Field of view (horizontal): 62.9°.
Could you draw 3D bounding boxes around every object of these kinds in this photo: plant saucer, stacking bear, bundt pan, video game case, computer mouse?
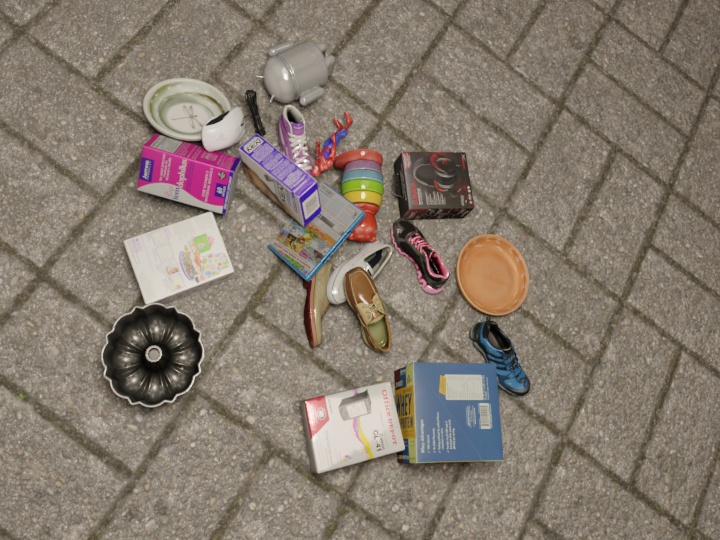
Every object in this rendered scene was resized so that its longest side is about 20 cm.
[{"bbox_3d":[0.322,0.013,1.456,0.193,0.037,0.207,5,73,-14],"label":"plant saucer"},{"bbox_3d":[0.002,-0.169,1.389,0.118,0.113,0.207,4,79,-25],"label":"stacking bear"},{"bbox_3d":[-0.416,0.175,1.192,0.195,0.076,0.209,4,72,-14],"label":"bundt pan"},{"bbox_3d":[-0.396,-0.357,1.351,0.193,0.051,0.205,9,52,-12],"label":"plant saucer"},{"bbox_3d":[-0.100,-0.090,1.330,0.142,0.018,0.201,37,80,28],"label":"video game case"},{"bbox_3d":[-0.281,-0.325,1.328,0.043,0.112,0.201,13,40,24],"label":"computer mouse"}]

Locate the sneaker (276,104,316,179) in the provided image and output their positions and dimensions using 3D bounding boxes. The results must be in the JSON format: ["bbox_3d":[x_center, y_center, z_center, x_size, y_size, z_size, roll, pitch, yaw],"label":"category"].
[{"bbox_3d":[-0.149,-0.286,1.379,0.071,0.114,0.206,-18,80,-20],"label":"sneaker"}]

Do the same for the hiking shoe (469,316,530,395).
[{"bbox_3d":[0.332,0.207,1.375,0.074,0.087,0.202,-36,86,-21],"label":"hiking shoe"}]

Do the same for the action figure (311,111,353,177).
[{"bbox_3d":[-0.075,-0.297,1.405,0.052,0.064,0.204,45,49,-34],"label":"action figure"}]

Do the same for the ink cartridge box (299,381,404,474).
[{"bbox_3d":[-0.020,0.331,1.248,0.194,0.086,0.152,-10,76,-16],"label":"ink cartridge box"}]

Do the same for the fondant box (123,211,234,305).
[{"bbox_3d":[-0.388,-0.023,1.268,0.195,0.058,0.148,-21,80,-18],"label":"fondant box"}]

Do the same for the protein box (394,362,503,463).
[{"bbox_3d":[0.187,0.311,1.280,0.193,0.135,0.206,3,73,-14],"label":"protein box"}]

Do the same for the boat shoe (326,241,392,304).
[{"bbox_3d":[0.000,0.000,1.335,0.201,0.064,0.074,-50,120,-30],"label":"boat shoe"}]

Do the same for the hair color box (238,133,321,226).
[{"bbox_3d":[-0.179,-0.202,1.317,0.065,0.110,0.199,-41,67,-20],"label":"hair color box"}]

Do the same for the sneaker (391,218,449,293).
[{"bbox_3d":[0.147,-0.046,1.397,0.078,0.096,0.203,-32,83,-19],"label":"sneaker"}]

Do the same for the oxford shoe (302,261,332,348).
[{"bbox_3d":[-0.088,0.070,1.315,0.072,0.070,0.207,4,74,-19],"label":"oxford shoe"}]

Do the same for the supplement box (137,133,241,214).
[{"bbox_3d":[-0.372,-0.211,1.285,0.194,0.104,0.104,15,115,-8],"label":"supplement box"}]

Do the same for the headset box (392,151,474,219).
[{"bbox_3d":[0.171,-0.210,1.460,0.193,0.075,0.154,-2,75,-15],"label":"headset box"}]

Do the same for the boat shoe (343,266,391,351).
[{"bbox_3d":[0.026,0.089,1.292,0.074,0.074,0.205,-29,114,-16],"label":"boat shoe"}]

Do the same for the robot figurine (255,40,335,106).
[{"bbox_3d":[-0.156,-0.482,1.433,0.197,0.113,0.172,-32,79,-21],"label":"robot figurine"}]
